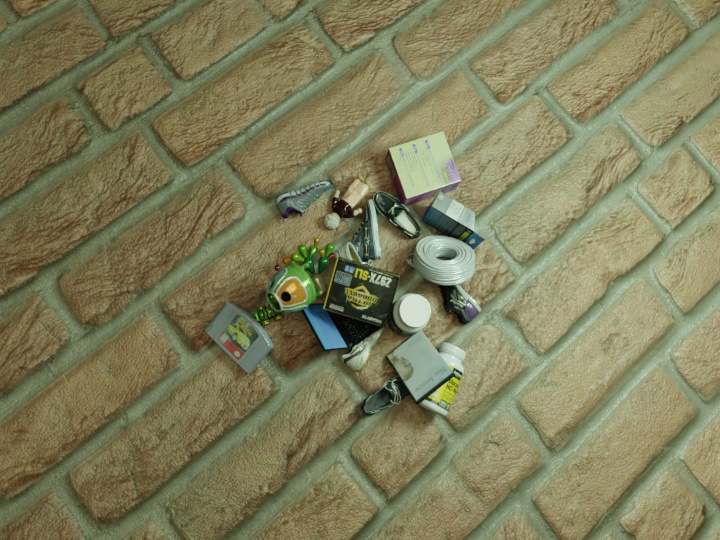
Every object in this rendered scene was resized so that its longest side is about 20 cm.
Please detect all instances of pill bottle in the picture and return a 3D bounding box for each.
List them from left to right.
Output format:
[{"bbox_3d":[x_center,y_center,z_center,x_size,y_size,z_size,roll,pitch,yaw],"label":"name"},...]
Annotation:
[{"bbox_3d":[0.148,0.133,1.691,0.113,0.200,0.119,1,78,-5],"label":"pill bottle"},{"bbox_3d":[0.249,0.330,1.709,0.111,0.113,0.203,25,78,0],"label":"pill bottle"}]

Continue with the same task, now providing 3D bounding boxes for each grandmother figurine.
[{"bbox_3d":[-0.044,-0.214,1.814,0.121,0.061,0.201,35,80,35],"label":"grandmother figurine"}]

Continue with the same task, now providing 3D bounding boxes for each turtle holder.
[{"bbox_3d":[-0.217,0.052,1.641,0.131,0.184,0.143,-35,129,-29],"label":"turtle holder"}]

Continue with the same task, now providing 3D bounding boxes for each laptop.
[{"bbox_3d":[-0.055,0.134,1.692,0.198,0.104,0.179,-32,62,-2],"label":"laptop"}]

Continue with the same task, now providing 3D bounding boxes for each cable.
[{"bbox_3d":[0.264,-0.036,1.755,0.196,0.070,0.200,-17,41,-22],"label":"cable"}]

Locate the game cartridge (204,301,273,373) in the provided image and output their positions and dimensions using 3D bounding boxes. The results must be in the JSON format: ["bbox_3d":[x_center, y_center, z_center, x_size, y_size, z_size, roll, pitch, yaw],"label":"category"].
[{"bbox_3d":[-0.365,0.197,1.691,0.200,0.041,0.134,42,97,3],"label":"game cartridge"}]

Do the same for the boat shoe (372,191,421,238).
[{"bbox_3d":[0.123,-0.185,1.808,0.199,0.060,0.076,39,86,-4],"label":"boat shoe"}]

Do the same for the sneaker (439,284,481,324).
[{"bbox_3d":[0.290,0.085,1.782,0.088,0.076,0.200,-44,86,-6],"label":"sneaker"}]

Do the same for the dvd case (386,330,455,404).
[{"bbox_3d":[0.177,0.288,1.686,0.142,0.018,0.201,-37,45,0],"label":"dvd case"}]

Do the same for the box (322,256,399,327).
[{"bbox_3d":[0.004,0.064,1.660,0.196,0.049,0.163,17,94,1],"label":"box"}]

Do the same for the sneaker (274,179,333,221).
[{"bbox_3d":[-0.173,-0.226,1.802,0.196,0.074,0.089,-19,91,2],"label":"sneaker"}]

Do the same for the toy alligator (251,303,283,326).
[{"bbox_3d":[-0.307,0.140,1.720,0.196,0.054,0.060,-21,81,-9],"label":"toy alligator"}]

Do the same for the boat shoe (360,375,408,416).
[{"bbox_3d":[0.089,0.378,1.710,0.197,0.062,0.076,-25,81,-10],"label":"boat shoe"}]

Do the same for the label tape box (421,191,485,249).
[{"bbox_3d":[0.306,-0.156,1.792,0.198,0.144,0.064,31,76,0],"label":"label tape box"}]

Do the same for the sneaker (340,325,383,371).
[{"bbox_3d":[0.009,0.207,1.728,0.087,0.076,0.202,29,77,0],"label":"sneaker"}]

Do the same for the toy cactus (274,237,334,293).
[{"bbox_3d":[-0.156,-0.001,1.744,0.197,0.102,0.167,-28,86,-5],"label":"toy cactus"}]

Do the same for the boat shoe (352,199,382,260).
[{"bbox_3d":[0.014,-0.129,1.795,0.089,0.071,0.205,-8,73,5],"label":"boat shoe"}]

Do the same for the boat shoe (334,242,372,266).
[{"bbox_3d":[0.002,-0.001,1.725,0.086,0.074,0.204,-40,68,28],"label":"boat shoe"}]

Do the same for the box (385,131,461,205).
[{"bbox_3d":[0.204,-0.332,1.839,0.196,0.097,0.179,-19,82,-8],"label":"box"}]
